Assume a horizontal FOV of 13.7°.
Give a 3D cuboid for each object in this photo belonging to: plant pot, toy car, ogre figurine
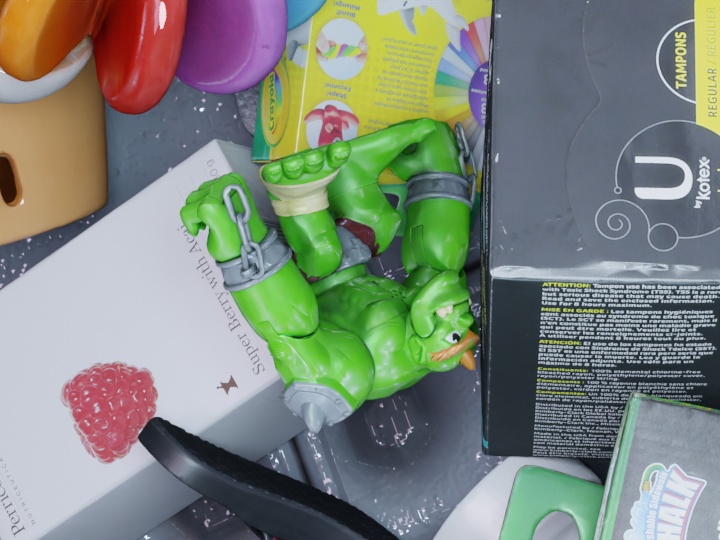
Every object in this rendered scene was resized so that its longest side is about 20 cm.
[{"bbox_3d":[-0.212,-0.082,1.521,0.199,0.200,0.141,-12,98,22],"label":"plant pot"},{"bbox_3d":[-0.095,-0.142,1.362,0.150,0.199,0.176,50,138,28],"label":"toy car"},{"bbox_3d":[0.000,0.000,1.358,0.098,0.200,0.121,-16,93,14],"label":"ogre figurine"}]

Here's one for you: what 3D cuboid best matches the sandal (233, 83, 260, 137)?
[{"bbox_3d":[-0.013,-0.157,1.518,0.076,0.043,0.201,10,80,16],"label":"sandal"}]

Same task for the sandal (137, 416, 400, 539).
[{"bbox_3d":[-0.033,0.129,1.431,0.045,0.199,0.075,-59,32,4],"label":"sandal"}]

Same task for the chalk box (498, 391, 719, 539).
[{"bbox_3d":[0.158,0.135,1.278,0.199,0.124,0.126,12,72,12],"label":"chalk box"}]

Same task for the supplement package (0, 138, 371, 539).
[{"bbox_3d":[-0.099,0.043,1.489,0.200,0.120,0.122,-34,75,17],"label":"supplement package"}]

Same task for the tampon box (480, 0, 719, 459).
[{"bbox_3d":[0.117,-0.020,1.326,0.125,0.200,0.151,1,65,1],"label":"tampon box"}]

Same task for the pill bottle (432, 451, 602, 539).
[{"bbox_3d":[0.129,0.178,1.389,0.200,0.109,0.110,44,103,20],"label":"pill bottle"}]

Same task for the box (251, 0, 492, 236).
[{"bbox_3d":[0.013,-0.118,1.458,0.048,0.117,0.201,0,83,58],"label":"box"}]
